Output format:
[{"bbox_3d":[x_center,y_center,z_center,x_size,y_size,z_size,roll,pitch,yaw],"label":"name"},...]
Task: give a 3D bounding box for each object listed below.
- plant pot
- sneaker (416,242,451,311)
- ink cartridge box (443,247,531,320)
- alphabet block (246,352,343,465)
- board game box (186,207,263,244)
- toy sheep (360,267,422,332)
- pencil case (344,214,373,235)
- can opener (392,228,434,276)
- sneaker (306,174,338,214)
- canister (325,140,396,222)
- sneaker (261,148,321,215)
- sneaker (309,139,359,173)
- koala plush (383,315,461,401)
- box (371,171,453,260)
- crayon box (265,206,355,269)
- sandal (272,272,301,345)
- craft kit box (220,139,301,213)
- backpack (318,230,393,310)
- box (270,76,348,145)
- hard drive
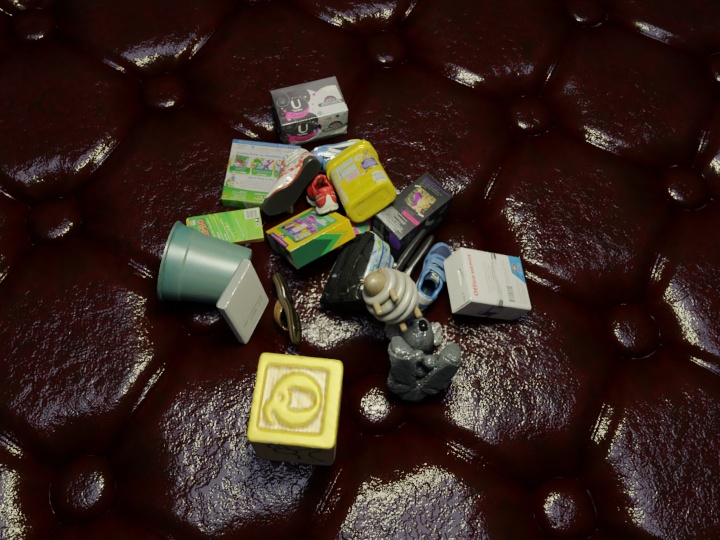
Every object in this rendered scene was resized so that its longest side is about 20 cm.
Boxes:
[{"bbox_3d":[-0.379,-0.002,1.658,0.193,0.201,0.203,12,64,-6],"label":"plant pot"},{"bbox_3d":[0.190,0.012,1.719,0.073,0.082,0.202,28,67,-4],"label":"sneaker"},{"bbox_3d":[0.319,0.036,1.685,0.197,0.086,0.148,8,61,-27],"label":"ink cartridge box"},{"bbox_3d":[-0.140,0.317,1.506,0.192,0.201,0.199,5,64,-1],"label":"alphabet block"},{"bbox_3d":[-0.363,-0.110,1.790,0.197,0.030,0.097,-8,65,-10],"label":"board game box"},{"bbox_3d":[0.077,0.065,1.561,0.137,0.200,0.139,-25,44,28],"label":"toy sheep"},{"bbox_3d":[0.007,-0.156,1.803,0.087,0.089,0.202,23,67,8],"label":"pencil case"},{"bbox_3d":[0.121,-0.021,1.722,0.063,0.078,0.202,33,82,-17],"label":"can opener"},{"bbox_3d":[-0.101,-0.214,1.768,0.076,0.086,0.200,-15,23,-12],"label":"sneaker"},{"bbox_3d":[0.000,-0.233,1.748,0.148,0.087,0.201,-33,43,8],"label":"canister"},{"bbox_3d":[-0.198,-0.242,1.800,0.201,0.067,0.108,-46,40,3],"label":"sneaker"},{"bbox_3d":[-0.073,-0.305,1.872,0.197,0.074,0.083,-17,69,-10],"label":"sneaker"},{"bbox_3d":[0.134,0.191,1.623,0.175,0.185,0.202,7,43,-9],"label":"koala plush"},{"bbox_3d":[0.136,-0.144,1.780,0.199,0.123,0.106,-38,71,-19],"label":"box"},{"bbox_3d":[-0.131,-0.092,1.714,0.171,0.059,0.200,-28,27,-15],"label":"crayon box"},{"bbox_3d":[-0.194,0.100,1.676,0.054,0.082,0.202,-23,69,4],"label":"sandal"},{"bbox_3d":[-0.272,-0.264,1.859,0.197,0.049,0.200,6,62,0],"label":"craft kit box"},{"bbox_3d":[0.000,0.000,1.690,0.153,0.162,0.203,21,70,-38],"label":"backpack"},{"bbox_3d":[-0.146,-0.451,1.913,0.197,0.115,0.134,-16,66,-10],"label":"box"},{"bbox_3d":[-0.280,0.078,1.610,0.026,0.201,0.133,18,64,15],"label":"hard drive"}]
